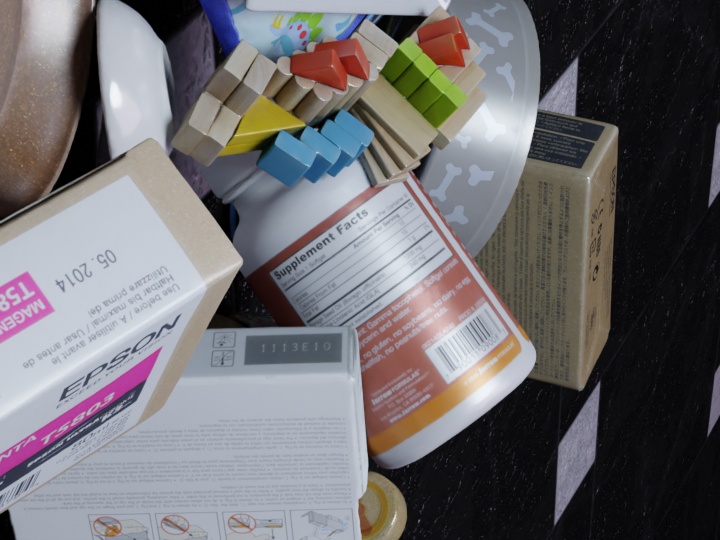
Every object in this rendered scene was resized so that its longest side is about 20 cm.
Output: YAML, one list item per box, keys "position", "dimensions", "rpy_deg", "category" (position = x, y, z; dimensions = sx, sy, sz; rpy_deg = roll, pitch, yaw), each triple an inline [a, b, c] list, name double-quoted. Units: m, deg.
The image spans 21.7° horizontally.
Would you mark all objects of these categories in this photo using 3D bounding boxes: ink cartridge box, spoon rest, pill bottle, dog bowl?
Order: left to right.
- position: [-0.162, 0.050, 0.819]
  dimensions: [0.199, 0.075, 0.165]
  rpy_deg: [-33, 169, -29]
  category: "ink cartridge box"
- position: [-0.120, -0.058, 1.000]
  dimensions: [0.201, 0.060, 0.100]
  rpy_deg: [79, 2, -52]
  category: "spoon rest"
- position: [-0.095, 0.109, 1.016]
  dimensions: [0.044, 0.198, 0.175]
  rpy_deg: [-88, 176, -49]
  category: "ink cartridge box"
- position: [0.000, 0.000, 1.046]
  dimensions: [0.112, 0.201, 0.112]
  rpy_deg: [-35, -179, 1]
  category: "pill bottle"
- position: [0.039, -0.096, 1.221]
  dimensions: [0.058, 0.200, 0.202]
  rpy_deg: [14, 93, -25]
  category: "dog bowl"
- position: [0.102, -0.024, 1.395]
  dimensions: [0.075, 0.163, 0.201]
  rpy_deg: [-55, 152, -44]
  category: "ink cartridge box"

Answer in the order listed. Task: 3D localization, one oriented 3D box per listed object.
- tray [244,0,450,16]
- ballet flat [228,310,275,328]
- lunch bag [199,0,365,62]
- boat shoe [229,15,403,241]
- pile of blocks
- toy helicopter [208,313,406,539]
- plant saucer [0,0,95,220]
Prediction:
- position: [0.007, -0.185, 0.968]
  dimensions: [0.199, 0.022, 0.108]
  rpy_deg: [-11, 124, -58]
  category: "tray"
- position: [-0.095, 0.115, 1.190]
  dimensions: [0.064, 0.075, 0.202]
  rpy_deg: [46, 54, -54]
  category: "ballet flat"
- position: [-0.045, -0.214, 0.999]
  dimensions: [0.170, 0.126, 0.202]
  rpy_deg: [64, 38, -59]
  category: "lunch bag"
- position: [-0.026, -0.099, 1.191]
  dimensions: [0.084, 0.068, 0.202]
  rpy_deg: [12, 95, -67]
  category: "boat shoe"
- position: [-0.001, -0.090, 0.978]
  dimensions: [0.199, 0.083, 0.062]
  rpy_deg: [-19, 165, -36]
  category: "pile of blocks"
- position: [-0.048, 0.091, 1.100]
  dimensions: [0.133, 0.199, 0.079]
  rpy_deg: [-52, 155, -10]
  category: "toy helicopter"
- position: [-0.169, -0.121, 0.843]
  dimensions: [0.200, 0.036, 0.203]
  rpy_deg: [4, 90, -78]
  category: "plant saucer"
